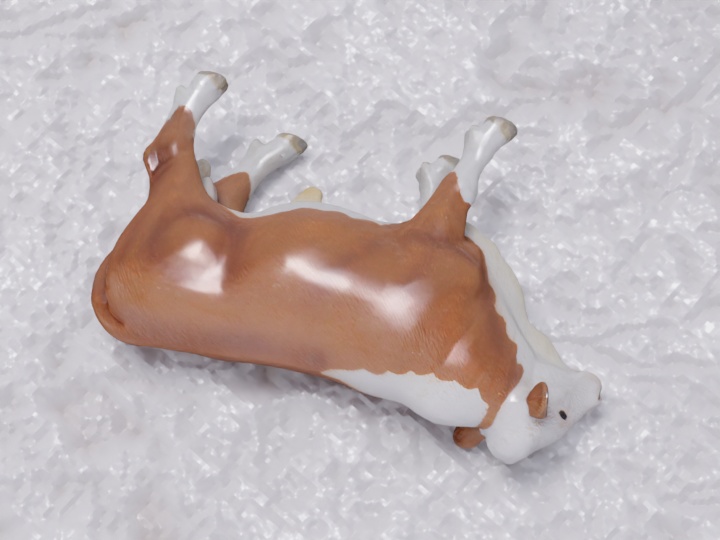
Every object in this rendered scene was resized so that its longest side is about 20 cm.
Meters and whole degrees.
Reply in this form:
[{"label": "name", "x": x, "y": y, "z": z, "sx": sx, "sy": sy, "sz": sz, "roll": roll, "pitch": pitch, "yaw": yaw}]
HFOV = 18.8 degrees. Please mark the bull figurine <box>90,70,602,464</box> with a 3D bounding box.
[{"label": "bull figurine", "x": 0.000, "y": 0.000, "z": 0.823, "sx": 0.198, "sy": 0.065, "sz": 0.122, "roll": 12, "pitch": 64, "yaw": 3}]
